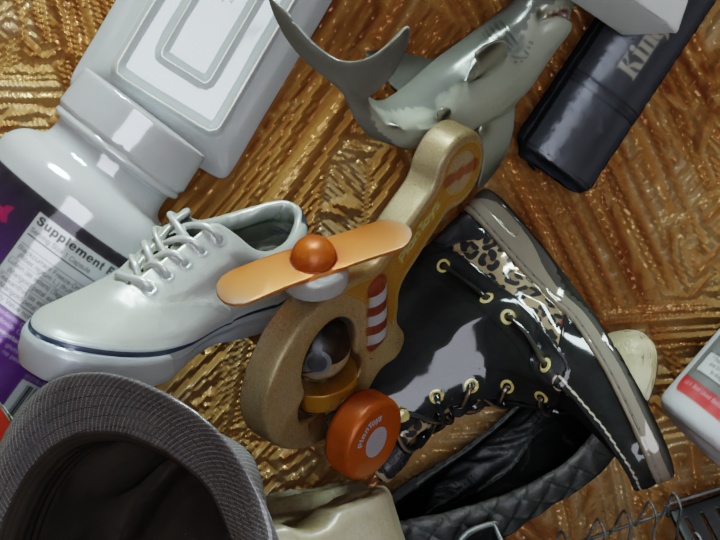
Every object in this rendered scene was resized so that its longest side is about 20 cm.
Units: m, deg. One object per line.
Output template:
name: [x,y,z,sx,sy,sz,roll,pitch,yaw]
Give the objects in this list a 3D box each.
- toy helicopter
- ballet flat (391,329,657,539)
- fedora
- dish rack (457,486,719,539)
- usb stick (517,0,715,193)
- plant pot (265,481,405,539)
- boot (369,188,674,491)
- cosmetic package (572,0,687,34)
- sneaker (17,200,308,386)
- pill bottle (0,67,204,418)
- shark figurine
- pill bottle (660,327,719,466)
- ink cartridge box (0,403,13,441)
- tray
toy helicopter: [0.000,0.000,0.873,0.078,0.132,0.201,25,73,33]
ballet flat: [0.093,0.105,0.967,0.200,0.067,0.057,-42,134,1]
fedora: [-0.097,0.144,0.804,0.175,0.090,0.202,16,101,25]
dish rack: [0.164,0.195,0.934,0.198,0.055,0.154,-15,56,-13]
usb stick: [0.163,-0.138,0.974,0.055,0.033,0.201,34,90,-7]
plant pot: [-0.031,0.219,0.909,0.198,0.200,0.186,-12,90,-5]
boot: [0.068,0.068,0.932,0.150,0.073,0.201,-34,65,2]
cosmetic package: [0.139,-0.251,0.906,0.150,0.051,0.202,25,80,-33]
sneaker: [-0.098,0.005,0.858,0.073,0.199,0.072,22,114,25]
pill bottle: [-0.175,-0.005,0.909,0.111,0.111,0.201,36,90,-8]
shark figurine: [0.026,-0.108,0.929,0.089,0.213,0.129,37,125,28]
pill bottle: [0.277,0.039,0.961,0.114,0.114,0.200,41,90,-8]
ink cartridge box: [-0.193,0.163,0.891,0.108,0.051,0.201,-14,129,16]
tray: [-0.072,-0.164,0.951,0.107,0.022,0.201,31,91,-7]
